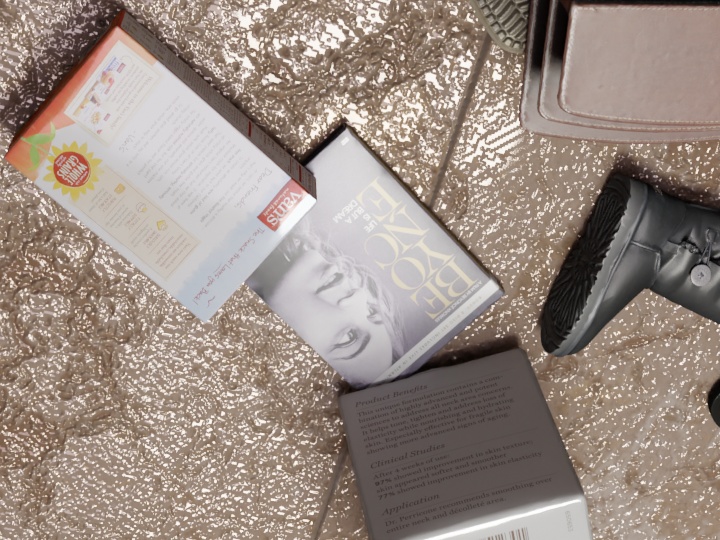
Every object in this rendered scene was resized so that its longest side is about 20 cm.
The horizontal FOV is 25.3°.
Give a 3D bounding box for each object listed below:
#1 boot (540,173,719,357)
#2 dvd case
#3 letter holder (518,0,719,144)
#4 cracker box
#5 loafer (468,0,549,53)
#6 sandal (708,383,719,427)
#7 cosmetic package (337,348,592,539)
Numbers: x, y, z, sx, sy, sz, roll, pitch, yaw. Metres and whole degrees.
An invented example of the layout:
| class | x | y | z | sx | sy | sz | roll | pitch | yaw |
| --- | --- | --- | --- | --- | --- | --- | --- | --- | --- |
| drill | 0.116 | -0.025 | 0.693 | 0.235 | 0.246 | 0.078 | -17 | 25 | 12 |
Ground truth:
| class | x | y | z | sx | sy | sz | roll | pitch | yaw |
| --- | --- | --- | --- | --- | --- | --- | --- | --- | --- |
| boot | 0.267 | 0.025 | 1.316 | 0.198 | 0.066 | 0.166 | 18 | 114 | -20 |
| dvd case | 0.000 | 0.000 | 1.290 | 0.148 | 0.016 | 0.200 | -41 | 114 | 12 |
| letter holder | 0.221 | -0.137 | 1.121 | 0.197 | 0.101 | 0.144 | -1 | 119 | -9 |
| cracker box | -0.147 | -0.076 | 1.205 | 0.200 | 0.058 | 0.134 | 41 | 105 | -16 |
| loafer | 0.077 | -0.250 | 1.155 | 0.075 | 0.068 | 0.202 | -26 | 103 | 3 |
| sandal | 0.384 | 0.075 | 1.360 | 0.200 | 0.045 | 0.075 | -43 | 113 | 13 |
| cosmetic package | 0.088 | 0.200 | 1.287 | 0.165 | 0.201 | 0.168 | -14 | 123 | -1 |
